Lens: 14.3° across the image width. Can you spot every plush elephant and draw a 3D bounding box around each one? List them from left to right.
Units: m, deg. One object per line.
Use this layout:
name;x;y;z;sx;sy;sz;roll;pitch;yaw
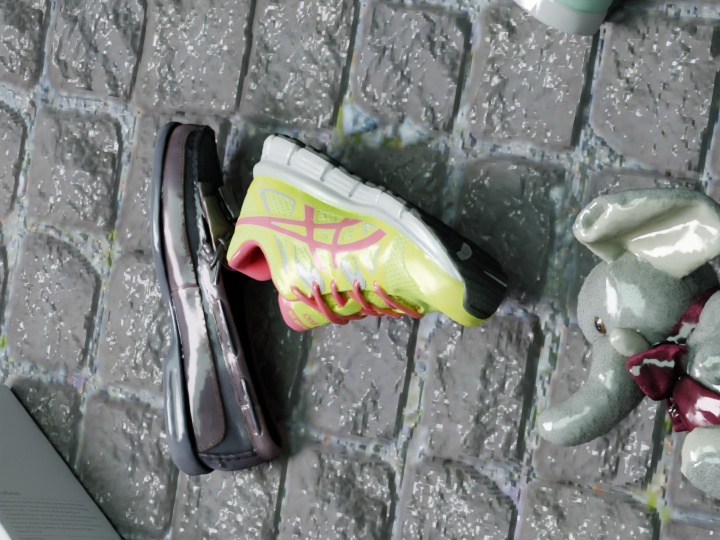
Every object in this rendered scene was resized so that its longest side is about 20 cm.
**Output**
plush elephant;0.157;0.045;1.350;0.154;0.165;0.200;16;66;27

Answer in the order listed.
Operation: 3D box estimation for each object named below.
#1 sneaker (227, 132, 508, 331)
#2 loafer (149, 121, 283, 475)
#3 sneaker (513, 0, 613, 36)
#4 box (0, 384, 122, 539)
sneaker;0.000;0.000;1.529;0.200;0.078;0.091;28;86;50
loafer;-0.077;0.014;1.616;0.063;0.072;0.201;-5;87;20
sneaker;0.078;-0.226;1.502;0.200;0.074;0.118;41;117;26
box;-0.224;0.174;1.688;0.200;0.097;0.125;49;115;32
